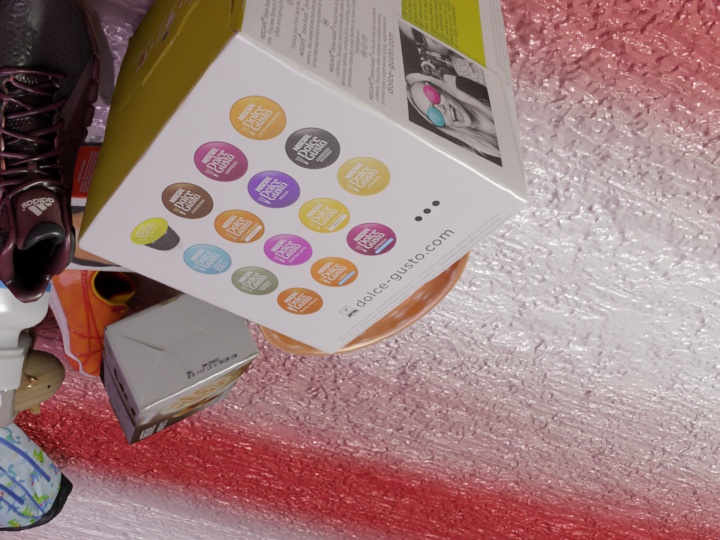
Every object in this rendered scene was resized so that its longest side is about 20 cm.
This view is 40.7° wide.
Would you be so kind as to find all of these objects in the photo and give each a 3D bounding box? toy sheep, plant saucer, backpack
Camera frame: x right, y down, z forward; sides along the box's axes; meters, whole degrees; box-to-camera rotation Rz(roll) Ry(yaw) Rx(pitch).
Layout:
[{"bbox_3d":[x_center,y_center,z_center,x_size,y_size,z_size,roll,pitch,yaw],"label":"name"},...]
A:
[{"bbox_3d":[-0.392,0.090,0.953,0.198,0.139,0.138,9,142,-8],"label":"toy sheep"},{"bbox_3d":[0.000,0.000,0.838,0.199,0.038,0.201,-19,146,-13],"label":"plant saucer"},{"bbox_3d":[-0.460,0.235,1.155,0.162,0.154,0.201,4,130,10],"label":"backpack"}]

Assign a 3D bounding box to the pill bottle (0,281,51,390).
[{"bbox_3d":[-0.280,-0.018,0.708,0.111,0.202,0.112,7,178,0],"label":"pill bottle"}]

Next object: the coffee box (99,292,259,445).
[{"bbox_3d":[-0.174,0.088,0.894,0.114,0.080,0.200,-24,170,-23],"label":"coffee box"}]

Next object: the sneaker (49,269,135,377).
[{"bbox_3d":[-0.252,0.043,0.935,0.076,0.073,0.201,-6,146,-6],"label":"sneaker"}]

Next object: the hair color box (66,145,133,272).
[{"bbox_3d":[-0.162,-0.048,0.816,0.198,0.062,0.102,3,143,2],"label":"hair color box"}]

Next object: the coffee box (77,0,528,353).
[{"bbox_3d":[-0.038,-0.103,0.623,0.197,0.201,0.200,26,135,-27],"label":"coffee box"}]

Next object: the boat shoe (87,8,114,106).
[{"bbox_3d":[-0.222,-0.183,0.643,0.060,0.074,0.200,-6,150,4],"label":"boat shoe"}]

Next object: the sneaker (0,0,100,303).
[{"bbox_3d":[-0.192,-0.071,0.588,0.075,0.116,0.201,-1,119,-24],"label":"sneaker"}]
